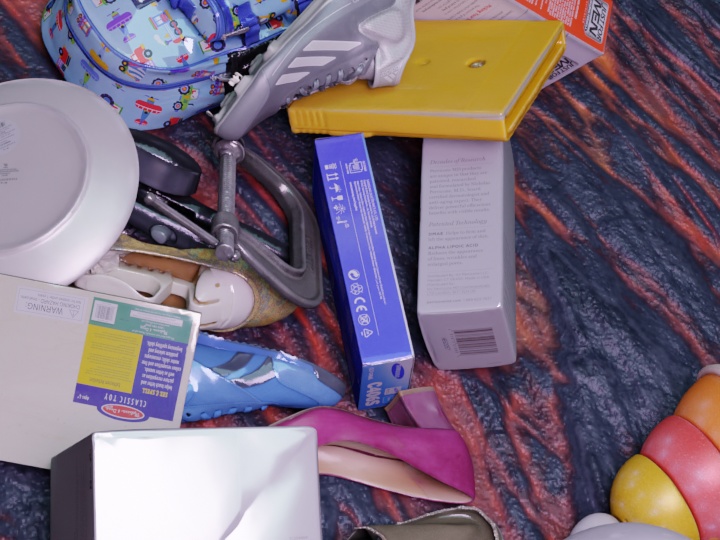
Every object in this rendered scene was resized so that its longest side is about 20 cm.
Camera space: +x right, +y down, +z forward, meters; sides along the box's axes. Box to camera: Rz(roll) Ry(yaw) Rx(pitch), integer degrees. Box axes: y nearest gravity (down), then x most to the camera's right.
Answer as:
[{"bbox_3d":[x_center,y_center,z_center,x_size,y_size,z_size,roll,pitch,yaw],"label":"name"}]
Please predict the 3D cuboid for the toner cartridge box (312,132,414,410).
[{"bbox_3d":[0.000,0.000,1.274,0.043,0.095,0.201,-9,65,-6],"label":"toner cartridge box"}]

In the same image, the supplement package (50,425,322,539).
[{"bbox_3d":[-0.118,0.207,1.038,0.146,0.200,0.193,1,79,-18],"label":"supplement package"}]

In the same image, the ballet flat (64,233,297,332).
[{"bbox_3d":[-0.145,0.015,1.235,0.199,0.071,0.071,13,59,-7],"label":"ballet flat"}]

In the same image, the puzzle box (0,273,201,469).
[{"bbox_3d":[-0.223,0.077,1.157,0.199,0.025,0.134,12,89,-6],"label":"puzzle box"}]

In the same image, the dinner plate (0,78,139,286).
[{"bbox_3d":[-0.269,-0.067,1.225,0.199,0.024,0.201,-4,62,7],"label":"dinner plate"}]

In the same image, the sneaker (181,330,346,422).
[{"bbox_3d":[-0.112,0.089,1.218,0.199,0.066,0.079,15,76,-12],"label":"sneaker"}]

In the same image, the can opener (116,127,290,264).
[{"bbox_3d":[-0.127,-0.032,1.276,0.199,0.079,0.064,34,49,-9],"label":"can opener"}]

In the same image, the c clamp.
[{"bbox_3d":[-0.086,-0.049,1.242,0.171,0.027,0.200,42,21,-19],"label":"c clamp"}]

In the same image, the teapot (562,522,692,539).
[{"bbox_3d":[0.187,0.268,1.169,0.200,0.146,0.198,38,86,-14],"label":"teapot"}]

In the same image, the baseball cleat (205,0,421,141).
[{"bbox_3d":[-0.026,-0.163,1.270,0.106,0.070,0.200,41,83,-10],"label":"baseball cleat"}]

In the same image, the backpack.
[{"bbox_3d":[-0.159,-0.220,1.326,0.199,0.135,0.183,-25,71,-25],"label":"backpack"}]

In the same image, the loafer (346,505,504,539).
[{"bbox_3d":[0.025,0.223,1.170,0.199,0.070,0.075,-21,56,-26],"label":"loafer"}]

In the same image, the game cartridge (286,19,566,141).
[{"bbox_3d":[0.054,-0.162,1.337,0.199,0.033,0.176,3,34,25],"label":"game cartridge"}]

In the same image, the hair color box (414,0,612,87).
[{"bbox_3d":[0.113,-0.241,1.409,0.199,0.101,0.062,26,62,-24],"label":"hair color box"}]

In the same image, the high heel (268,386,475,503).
[{"bbox_3d":[-0.005,0.152,1.209,0.199,0.068,0.097,-14,65,-24],"label":"high heel"}]

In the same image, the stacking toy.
[{"bbox_3d":[0.248,0.181,1.264,0.199,0.146,0.146,-31,74,-10],"label":"stacking toy"}]

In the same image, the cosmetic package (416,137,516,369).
[{"bbox_3d":[0.089,-0.031,1.312,0.074,0.102,0.201,-4,59,10],"label":"cosmetic package"}]
